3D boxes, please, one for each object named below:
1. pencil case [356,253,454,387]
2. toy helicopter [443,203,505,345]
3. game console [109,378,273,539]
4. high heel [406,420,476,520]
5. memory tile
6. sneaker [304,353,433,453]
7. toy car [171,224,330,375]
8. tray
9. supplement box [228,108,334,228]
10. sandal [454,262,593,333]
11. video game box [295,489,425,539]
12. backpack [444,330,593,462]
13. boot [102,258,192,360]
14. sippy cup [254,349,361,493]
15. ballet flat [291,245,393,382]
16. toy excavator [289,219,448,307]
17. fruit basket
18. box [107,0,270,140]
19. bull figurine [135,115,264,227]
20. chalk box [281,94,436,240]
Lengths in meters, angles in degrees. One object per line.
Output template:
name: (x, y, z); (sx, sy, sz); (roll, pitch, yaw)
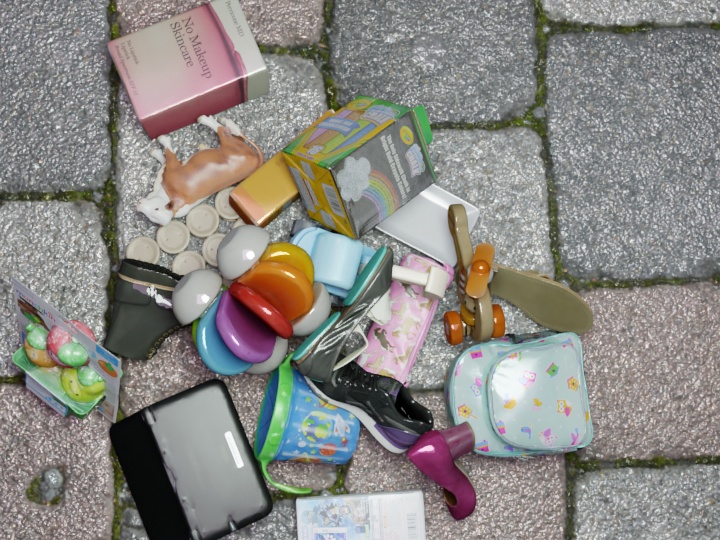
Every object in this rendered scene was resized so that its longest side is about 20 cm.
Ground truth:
pencil case: (0.064, 0.074, 1.418); (0.086, 0.083, 0.201); (23, 81, -3)
toy helicopter: (0.148, -0.003, 1.352); (0.078, 0.132, 0.202); (-8, 70, -6)
game console: (-0.237, 0.275, 1.369); (0.175, 0.116, 0.201); (-22, 85, -14)
high heel: (0.105, 0.286, 1.350); (0.095, 0.201, 0.068); (-19, 40, -16)
memory tile: (-0.229, -0.016, 1.446); (0.199, 0.017, 0.154); (-29, 85, -7)
sneaker: (0.015, 0.156, 1.326); (0.200, 0.088, 0.076); (38, 47, -8)
toy car: (-0.141, 0.057, 1.288); (0.200, 0.150, 0.175); (-42, 114, 14)
tray: (0.069, -0.090, 1.462); (0.199, 0.022, 0.108); (28, 68, 1)
supplement box: (-0.097, -0.144, 1.437); (0.200, 0.069, 0.067); (-41, 87, -11)
sandal: (0.244, 0.019, 1.443); (0.210, 0.078, 0.070); (20, 38, 3)
video game box: (0.003, 0.416, 1.389); (0.180, 0.047, 0.202); (-2, 82, -5)
backpack: (0.218, 0.177, 1.382); (0.198, 0.153, 0.177); (-6, 88, 4)
boot: (-0.259, 0.077, 1.400); (0.198, 0.077, 0.139); (18, 97, -4)
sippy cup: (-0.069, 0.210, 1.375); (0.129, 0.140, 0.179); (14, 116, -12)
ballet flat: (-0.006, 0.063, 1.291); (0.068, 0.068, 0.200); (40, 88, -12)
toy excavator: (0.000, 0.000, 1.370); (0.193, 0.200, 0.101); (20, 81, -22)
fruit basket: (-0.398, 0.115, 1.321); (0.185, 0.200, 0.094); (36, 62, 7)
box: (-0.246, -0.295, 1.434); (0.199, 0.109, 0.129); (-24, 84, -6)
bull figurine: (-0.242, -0.147, 1.435); (0.199, 0.065, 0.122); (-25, 79, -13)
chalk box: (0.015, -0.158, 1.374); (0.200, 0.123, 0.125); (-37, 126, -22)
